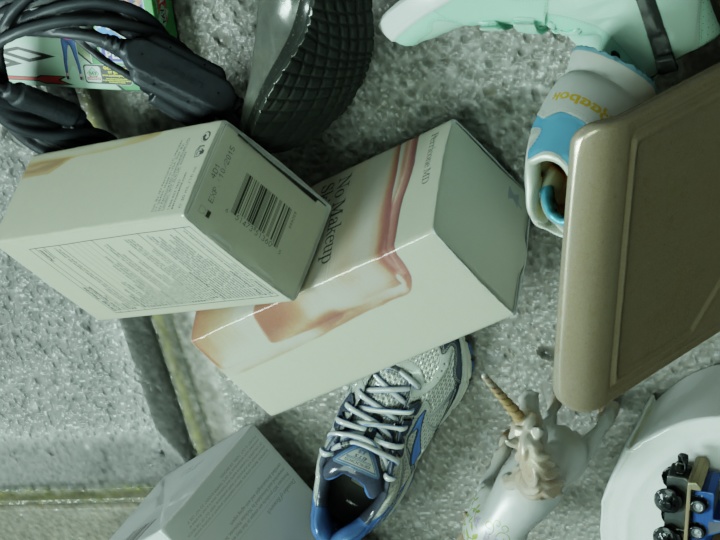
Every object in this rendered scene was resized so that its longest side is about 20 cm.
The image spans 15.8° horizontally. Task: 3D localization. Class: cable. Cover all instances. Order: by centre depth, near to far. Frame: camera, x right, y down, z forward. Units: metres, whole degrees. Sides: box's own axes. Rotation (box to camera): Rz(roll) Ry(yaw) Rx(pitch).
[{"bbox_3d":[-0.163,-0.112,1.635,0.199,0.051,0.163,24,152,-13],"label":"cable"}]

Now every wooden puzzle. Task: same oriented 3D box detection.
[{"bbox_3d":[0.185,-0.033,1.483,0.037,0.199,0.186,31,131,39],"label":"wooden puzzle"}]

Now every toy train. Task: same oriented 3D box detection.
[{"bbox_3d":[0.205,0.200,1.609,0.045,0.034,0.201,7,122,16],"label":"toy train"}]

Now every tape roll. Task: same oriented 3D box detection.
[{"bbox_3d":[0.252,0.159,1.628,0.201,0.071,0.204,12,123,18],"label":"tape roll"}]

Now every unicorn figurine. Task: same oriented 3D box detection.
[{"bbox_3d":[0.108,0.122,1.630,0.073,0.137,0.201,23,125,11],"label":"unicorn figurine"}]

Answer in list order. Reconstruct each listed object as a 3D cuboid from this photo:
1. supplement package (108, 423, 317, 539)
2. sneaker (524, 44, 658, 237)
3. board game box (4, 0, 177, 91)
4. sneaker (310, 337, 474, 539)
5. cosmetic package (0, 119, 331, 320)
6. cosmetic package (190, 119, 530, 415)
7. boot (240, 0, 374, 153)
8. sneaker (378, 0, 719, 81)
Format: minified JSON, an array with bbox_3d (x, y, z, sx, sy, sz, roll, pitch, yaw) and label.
[{"bbox_3d":[-0.070,0.230,1.775,0.200,0.120,0.121,48,138,-8],"label":"supplement package"},{"bbox_3d":[0.133,-0.047,1.517,0.076,0.081,0.200,24,159,24],"label":"sneaker"},{"bbox_3d":[-0.217,-0.185,1.664,0.199,0.029,0.135,4,121,22],"label":"board game box"},{"bbox_3d":[0.015,0.105,1.695,0.077,0.085,0.201,23,125,10],"label":"sneaker"},{"bbox_3d":[-0.125,-0.028,1.619,0.199,0.071,0.105,-5,145,46],"label":"cosmetic package"},{"bbox_3d":[0.000,0.000,1.618,0.199,0.104,0.087,-25,127,32],"label":"cosmetic package"},{"bbox_3d":[-0.044,-0.180,1.553,0.131,0.067,0.201,54,137,35],"label":"boot"},{"bbox_3d":[0.110,-0.139,1.510,0.199,0.074,0.119,-19,103,29],"label":"sneaker"}]
